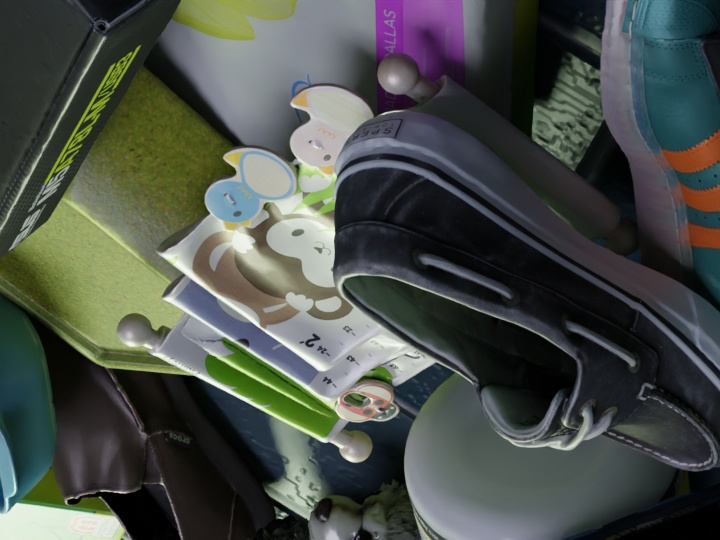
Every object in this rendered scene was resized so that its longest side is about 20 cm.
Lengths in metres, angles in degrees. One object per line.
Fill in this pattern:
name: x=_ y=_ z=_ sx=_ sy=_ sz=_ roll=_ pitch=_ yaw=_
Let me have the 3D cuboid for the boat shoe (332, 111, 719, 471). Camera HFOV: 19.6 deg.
boat shoe: x=0.061 y=0.027 z=0.705 sx=0.200 sy=0.071 sz=0.072 roll=33 pitch=147 yaw=-27

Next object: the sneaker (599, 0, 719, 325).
sneaker: x=0.132 y=-0.044 z=0.690 sx=0.080 sy=0.072 sz=0.200 roll=12 pitch=145 yaw=26

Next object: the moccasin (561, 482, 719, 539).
moccasin: x=0.147 y=0.110 z=0.754 sx=0.068 sy=0.199 sz=0.081 roll=92 pitch=154 yaw=-51

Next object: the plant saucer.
plant saucer: x=-0.103 y=-0.012 z=0.847 sx=0.199 sy=0.048 sz=0.200 roll=2 pitch=149 yaw=48

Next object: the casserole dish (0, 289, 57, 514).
casserole dish: x=-0.193 y=0.023 z=0.959 sx=0.200 sy=0.039 sz=0.122 roll=44 pitch=148 yaw=35

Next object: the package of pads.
package of pads: x=-0.017 y=-0.119 z=0.717 sx=0.154 sy=0.068 sz=0.201 roll=19 pitch=140 yaw=18

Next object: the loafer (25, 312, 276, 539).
loafer: x=-0.118 y=0.078 z=0.999 sx=0.073 sy=0.071 sz=0.200 roll=-21 pitch=114 yaw=47

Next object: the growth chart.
growth chart: x=0.000 y=0.000 z=0.755 sx=0.144 sy=0.018 sz=0.200 roll=25 pitch=137 yaw=-27

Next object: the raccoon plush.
raccoon plush: x=0.033 y=0.161 z=0.999 sx=0.134 sy=0.097 sz=0.200 roll=-22 pitch=146 yaw=33

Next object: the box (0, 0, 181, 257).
box: x=-0.156 y=-0.115 z=0.673 sx=0.200 sy=0.047 sz=0.193 roll=50 pitch=152 yaw=2

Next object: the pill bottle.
pill bottle: x=0.089 y=0.135 z=0.874 sx=0.111 sy=0.112 sz=0.201 roll=11 pitch=137 yaw=28

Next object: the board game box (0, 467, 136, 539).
board game box: x=-0.223 y=0.113 z=1.063 sx=0.199 sy=0.048 sz=0.102 roll=10 pitch=146 yaw=-17
